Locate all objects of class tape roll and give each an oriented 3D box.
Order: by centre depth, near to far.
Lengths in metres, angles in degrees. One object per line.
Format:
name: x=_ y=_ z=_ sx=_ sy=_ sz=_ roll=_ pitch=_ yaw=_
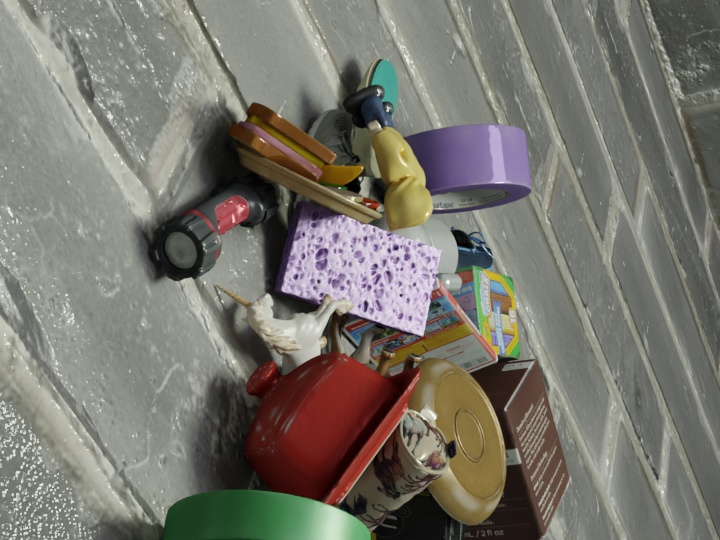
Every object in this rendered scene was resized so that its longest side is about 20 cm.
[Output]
tape roll: x=-0.091 y=0.268 z=1.290 sx=0.200 sy=0.199 sz=0.048 roll=47 pitch=42 yaw=-48
tape roll: x=0.139 y=-0.141 z=1.906 sx=0.200 sy=0.199 sz=0.086 roll=9 pitch=72 yaw=-63

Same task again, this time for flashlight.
flashlight: x=-0.147 y=-0.050 z=1.440 sx=0.200 sy=0.068 sz=0.068 roll=-39 pitch=114 yaw=-60

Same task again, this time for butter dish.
butter dish: x=-0.058 y=0.156 z=1.440 sx=0.148 sy=0.200 sz=0.200 roll=40 pitch=71 yaw=-7

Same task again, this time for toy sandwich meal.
toy sandwich meal: x=-0.057 y=-0.121 z=1.535 sx=0.205 sy=0.204 sz=0.071 roll=21 pitch=95 yaw=-60

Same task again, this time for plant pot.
plant pot: x=0.119 y=0.195 z=1.579 sx=0.200 sy=0.027 sz=0.201 roll=35 pitch=44 yaw=-42

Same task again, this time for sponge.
sponge: x=0.000 y=0.000 z=1.620 sx=0.199 sy=0.030 sz=0.112 roll=19 pitch=81 yaw=-25

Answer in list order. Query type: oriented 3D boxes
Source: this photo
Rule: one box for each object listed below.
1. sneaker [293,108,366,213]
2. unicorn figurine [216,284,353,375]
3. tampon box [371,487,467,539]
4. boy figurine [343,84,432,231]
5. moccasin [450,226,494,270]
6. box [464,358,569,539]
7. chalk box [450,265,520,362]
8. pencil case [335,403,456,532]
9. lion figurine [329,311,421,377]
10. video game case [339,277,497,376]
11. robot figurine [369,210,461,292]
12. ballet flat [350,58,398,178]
sneaker: x=-0.024 y=-0.123 z=1.698 sx=0.075 sy=0.081 sz=0.201 roll=51 pitch=36 yaw=-45
unicorn figurine: x=-0.069 y=0.081 z=1.532 sx=0.137 sy=0.073 sz=0.201 roll=-35 pitch=121 yaw=-43
tampon box: x=0.070 y=0.263 z=1.661 sx=0.200 sy=0.125 sz=0.151 roll=-61 pitch=155 yaw=-53
boy figurine: x=0.040 y=-0.131 z=1.676 sx=0.124 sy=0.064 sz=0.201 roll=54 pitch=16 yaw=-59
moccasin: x=0.151 y=-0.029 z=2.022 sx=0.200 sy=0.080 sz=0.069 roll=-12 pitch=104 yaw=-65
box: x=0.176 y=0.253 z=1.877 sx=0.164 sy=0.165 sz=0.201 roll=-45 pitch=121 yaw=-58
chalk box: x=0.131 y=0.066 z=1.902 sx=0.200 sy=0.124 sz=0.125 roll=17 pitch=66 yaw=-63
pencil case: x=0.018 y=0.233 z=1.488 sx=0.078 sy=0.200 sz=0.089 roll=43 pitch=35 yaw=-1
lion figurine: x=0.008 y=0.136 z=1.629 sx=0.072 sy=0.200 sz=0.123 roll=9 pitch=108 yaw=-29
video game case: x=0.078 y=0.091 z=1.766 sx=0.200 sy=0.142 sz=0.018 roll=49 pitch=24 yaw=-47
robot figurine: x=0.057 y=-0.019 z=1.762 sx=0.200 sy=0.169 sz=0.114 roll=3 pitch=113 yaw=-65
ballet flat: x=0.011 y=-0.204 z=1.824 sx=0.070 sy=0.069 sz=0.201 roll=52 pitch=32 yaw=-44
